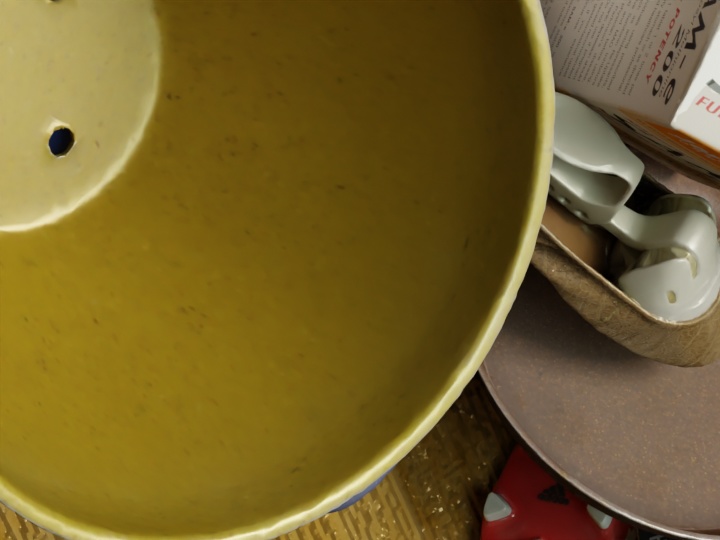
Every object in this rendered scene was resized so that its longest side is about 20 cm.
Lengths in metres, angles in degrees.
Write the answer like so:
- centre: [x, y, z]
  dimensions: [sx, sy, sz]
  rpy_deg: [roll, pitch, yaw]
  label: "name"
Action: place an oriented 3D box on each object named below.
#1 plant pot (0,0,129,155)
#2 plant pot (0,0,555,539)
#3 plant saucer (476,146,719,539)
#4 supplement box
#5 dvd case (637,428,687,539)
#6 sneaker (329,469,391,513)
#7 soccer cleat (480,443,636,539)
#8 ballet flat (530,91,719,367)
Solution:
- centre: [-0.148, -0.071, 0.793]
  dimensions: [0.199, 0.200, 0.181]
  rpy_deg: [-23, 113, -28]
  label: "plant pot"
- centre: [-0.067, -0.042, 0.651]
  dimensions: [0.199, 0.142, 0.202]
  rpy_deg: [-14, 115, -31]
  label: "plant pot"
- centre: [0.129, 0.035, 1.018]
  dimensions: [0.199, 0.035, 0.201]
  rpy_deg: [12, 53, -16]
  label: "plant saucer"
- centre: [0.143, -0.077, 0.948]
  dimensions: [0.125, 0.200, 0.074]
  rpy_deg: [26, 92, -21]
  label: "supplement box"
- centre: [0.159, 0.189, 1.017]
  dimensions: [0.150, 0.025, 0.201]
  rpy_deg: [52, 27, -48]
  label: "dvd case"
- centre: [0.000, 0.000, 0.965]
  dimensions: [0.082, 0.074, 0.201]
  rpy_deg: [29, 72, -30]
  label: "sneaker"
- centre: [0.090, 0.157, 1.044]
  dimensions: [0.085, 0.068, 0.202]
  rpy_deg: [37, 57, -63]
  label: "soccer cleat"
- centre: [0.096, -0.027, 0.940]
  dimensions: [0.200, 0.072, 0.068]
  rpy_deg: [40, 64, -21]
  label: "ballet flat"
